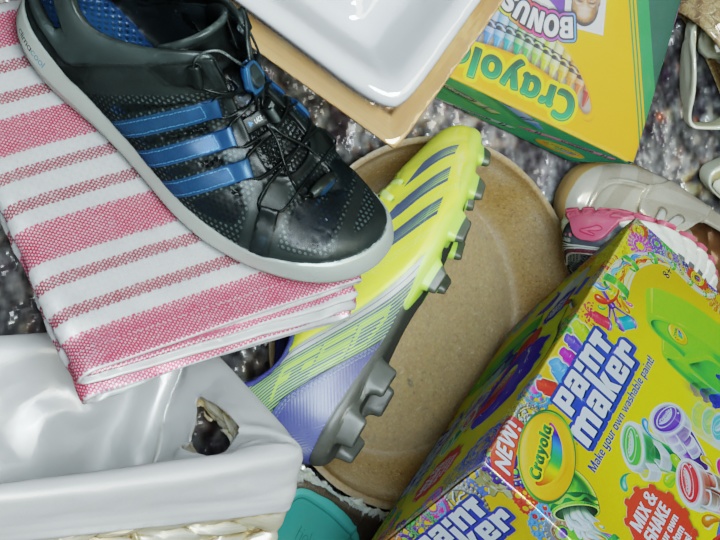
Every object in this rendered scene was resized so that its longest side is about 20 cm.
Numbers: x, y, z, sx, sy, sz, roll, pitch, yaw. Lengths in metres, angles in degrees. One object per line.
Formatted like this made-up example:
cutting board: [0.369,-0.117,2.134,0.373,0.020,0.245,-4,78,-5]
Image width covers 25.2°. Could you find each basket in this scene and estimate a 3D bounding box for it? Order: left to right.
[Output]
basket: [-0.145,0.110,0.701,0.199,0.135,0.124,-3,115,-31]

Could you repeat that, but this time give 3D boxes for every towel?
towel: [-0.101,-0.047,0.735,0.146,0.030,0.201,-17,69,-30]

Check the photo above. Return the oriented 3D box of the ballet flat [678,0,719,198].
ballet flat: [0.232,-0.085,0.978,0.065,0.071,0.201,-18,104,-1]

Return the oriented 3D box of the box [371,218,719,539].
box: [0.134,0.120,0.774,0.192,0.122,0.200,41,44,-2]

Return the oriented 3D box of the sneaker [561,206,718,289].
sneaker: [0.159,0.037,0.896,0.075,0.080,0.200,-59,139,-25]

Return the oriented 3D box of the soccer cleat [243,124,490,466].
soccer cleat: [0.000,0.000,0.792,0.083,0.065,0.201,25,66,8]

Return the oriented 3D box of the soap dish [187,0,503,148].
soap dish: [-0.021,-0.171,0.744,0.199,0.081,0.158,35,80,2]

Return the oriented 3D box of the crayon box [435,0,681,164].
crayon box: [0.076,-0.146,0.866,0.199,0.058,0.120,20,84,-32]

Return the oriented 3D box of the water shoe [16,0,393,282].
water shoe: [-0.066,-0.071,0.696,0.199,0.079,0.072,36,55,1]

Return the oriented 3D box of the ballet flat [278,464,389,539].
ballet flat: [-0.018,0.143,0.831,0.072,0.071,0.200,-57,140,-14]

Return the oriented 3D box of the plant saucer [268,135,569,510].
plant saucer: [0.030,0.028,0.871,0.199,0.035,0.202,-4,97,-31]

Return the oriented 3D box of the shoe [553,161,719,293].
shoe: [0.199,-0.012,0.961,0.199,0.053,0.070,25,82,-32]
